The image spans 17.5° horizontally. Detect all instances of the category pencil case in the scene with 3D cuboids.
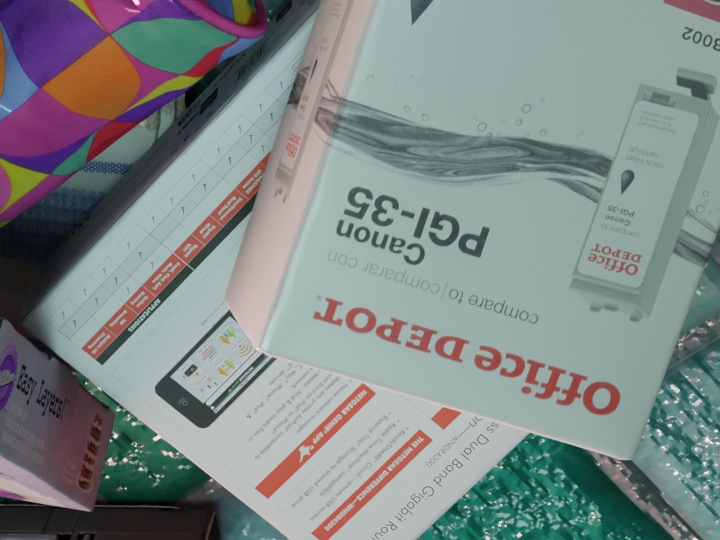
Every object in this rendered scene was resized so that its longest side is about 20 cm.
[{"bbox_3d":[-0.124,-0.070,0.864,0.200,0.088,0.088,-33,112,30],"label":"pencil case"}]

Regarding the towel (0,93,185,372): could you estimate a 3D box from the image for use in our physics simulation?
[{"bbox_3d":[-0.138,-0.047,0.941,0.146,0.024,0.201,6,122,9],"label":"towel"}]

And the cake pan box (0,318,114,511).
[{"bbox_3d":[-0.207,0.044,0.920,0.183,0.053,0.200,7,167,7],"label":"cake pan box"}]

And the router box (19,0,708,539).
[{"bbox_3d":[0.000,0.000,0.905,0.179,0.049,0.200,41,108,-16],"label":"router box"}]

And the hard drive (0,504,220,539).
[{"bbox_3d":[-0.122,0.196,1.087,0.139,0.038,0.201,-1,123,11],"label":"hard drive"}]

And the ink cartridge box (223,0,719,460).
[{"bbox_3d":[0.055,-0.051,0.809,0.146,0.083,0.201,17,98,-14],"label":"ink cartridge box"}]
